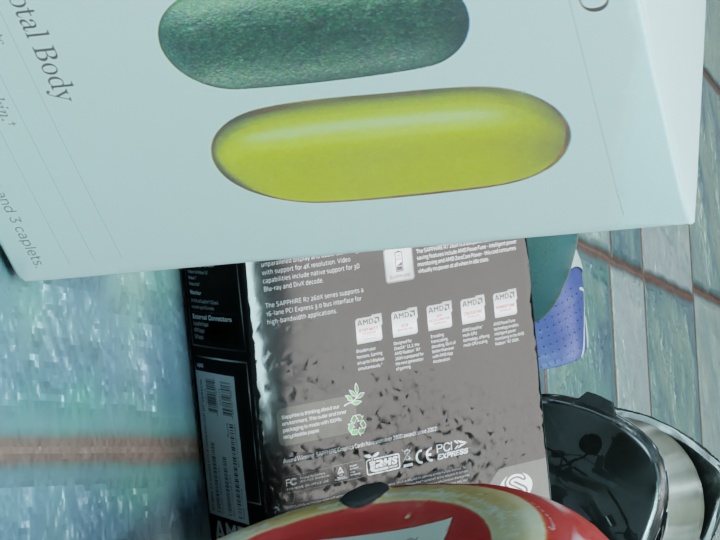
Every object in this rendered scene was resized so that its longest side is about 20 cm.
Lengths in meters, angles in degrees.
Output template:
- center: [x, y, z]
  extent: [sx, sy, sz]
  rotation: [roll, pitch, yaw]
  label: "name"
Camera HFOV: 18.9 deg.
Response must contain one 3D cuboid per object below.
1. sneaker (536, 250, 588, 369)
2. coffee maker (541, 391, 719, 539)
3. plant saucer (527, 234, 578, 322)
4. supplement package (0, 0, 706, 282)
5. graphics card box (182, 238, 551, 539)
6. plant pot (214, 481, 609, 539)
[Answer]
- center: [0.063, -0.046, 0.999]
  extent: [0.115, 0.080, 0.201]
  rotation: [-160, -124, -75]
  label: "sneaker"
- center: [0.107, 0.160, 1.072]
  extent: [0.200, 0.134, 0.193]
  rotation: [16, 71, -72]
  label: "coffee maker"
- center: [0.044, -0.077, 0.871]
  extent: [0.200, 0.027, 0.201]
  rotation: [174, -90, -76]
  label: "plant saucer"
- center: [-0.014, -0.107, 0.599]
  extent: [0.152, 0.199, 0.151]
  rotation: [69, 23, -43]
  label: "supplement package"
- center: [0.000, 0.000, 0.775]
  extent: [0.125, 0.051, 0.201]
  rotation: [-10, 96, -32]
  label: "graphics card box"
- center: [0.006, 0.172, 0.628]
  extent: [0.200, 0.199, 0.183]
  rotation: [-51, 125, -67]
  label: "plant pot"
